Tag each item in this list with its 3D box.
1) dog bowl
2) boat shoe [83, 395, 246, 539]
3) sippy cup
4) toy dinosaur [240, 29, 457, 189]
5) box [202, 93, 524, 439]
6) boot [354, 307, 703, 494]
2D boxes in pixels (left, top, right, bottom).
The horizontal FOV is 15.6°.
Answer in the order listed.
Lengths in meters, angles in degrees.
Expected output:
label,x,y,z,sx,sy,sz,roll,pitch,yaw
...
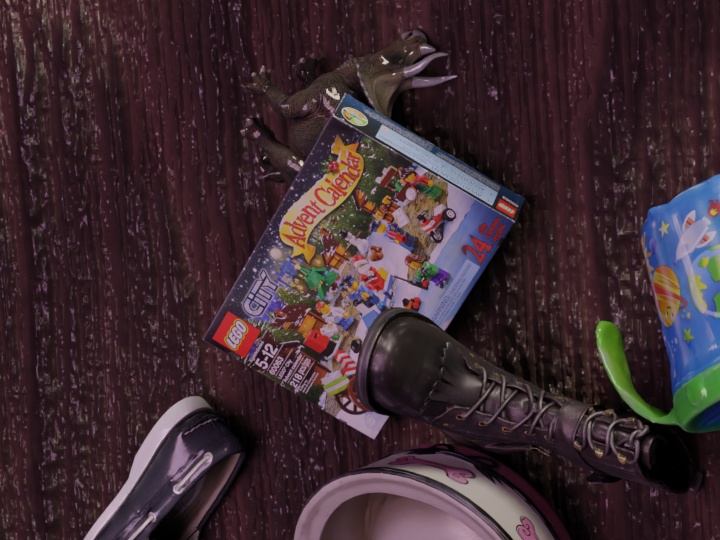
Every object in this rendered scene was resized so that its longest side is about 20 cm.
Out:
label,x,y,z,sx,sy,sz,roll,pitch,yaw
dog bowl,0.057,0.201,1.720,0.200,0.074,0.200,19,126,28
boat shoe,-0.147,0.186,1.879,0.060,0.076,0.200,41,119,28
sippy cup,0.232,0.013,1.568,0.178,0.140,0.131,-18,74,-9
toy dinosaur,-0.027,-0.080,1.750,0.102,0.077,0.200,37,114,31
box,0.000,0.000,1.729,0.136,0.038,0.200,30,121,-2
boot,0.109,0.086,1.633,0.174,0.200,0.069,14,82,38
